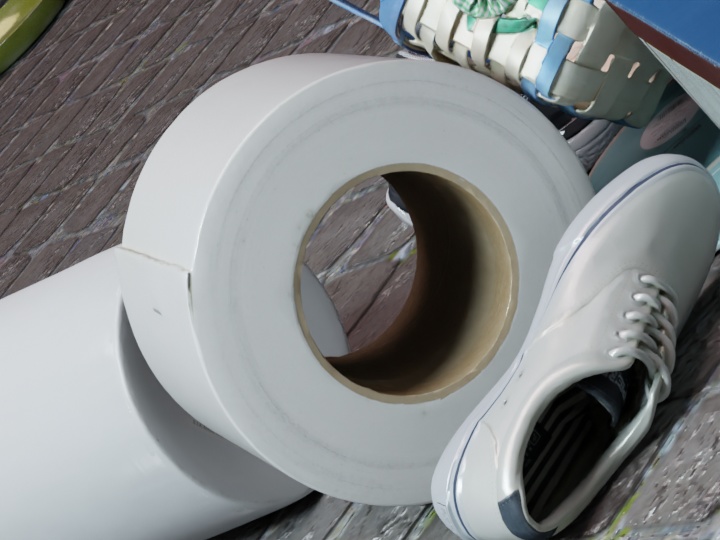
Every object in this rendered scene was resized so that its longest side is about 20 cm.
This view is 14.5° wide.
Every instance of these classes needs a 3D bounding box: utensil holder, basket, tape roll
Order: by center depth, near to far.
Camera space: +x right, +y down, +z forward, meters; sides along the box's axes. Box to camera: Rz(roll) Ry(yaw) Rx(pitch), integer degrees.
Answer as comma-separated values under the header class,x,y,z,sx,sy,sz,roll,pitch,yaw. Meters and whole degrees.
class,x,y,z,sx,sy,sz,roll,pitch,yaw
tape roll,0.000,0.000,1.320,0.203,0.203,0.139,-47,18,-9
basket,0.077,-0.173,1.330,0.200,0.139,0.177,38,107,40
utensil holder,-0.124,0.072,1.505,0.200,0.170,0.170,-25,26,45

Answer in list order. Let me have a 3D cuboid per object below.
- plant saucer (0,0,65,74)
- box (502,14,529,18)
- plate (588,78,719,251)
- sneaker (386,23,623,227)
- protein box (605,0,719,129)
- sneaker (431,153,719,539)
class,x,y,z,sx,sy,sz,roll,pitch,yaw
plant saucer,-0.397,-0.265,3.191,0.200,0.031,0.200,-40,18,15
box,0.124,-0.237,1.461,0.200,0.199,0.171,-55,-6,26
plate,0.164,-0.061,1.382,0.200,0.026,0.200,-41,18,16
sneaker,0.056,-0.092,1.555,0.200,0.114,0.076,-21,29,54
protein box,0.234,-0.121,1.161,0.199,0.135,0.200,-44,17,3
sneaker,0.110,0.038,1.220,0.071,0.073,0.200,6,61,58
